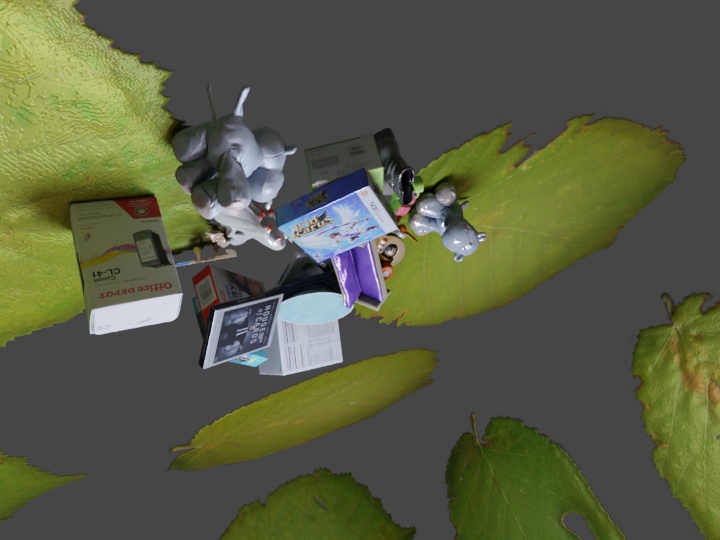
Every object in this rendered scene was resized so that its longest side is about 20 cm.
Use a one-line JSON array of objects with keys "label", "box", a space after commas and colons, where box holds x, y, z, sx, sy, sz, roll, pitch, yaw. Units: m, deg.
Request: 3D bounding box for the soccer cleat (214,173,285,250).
[{"label": "soccer cleat", "box": [-0.222, -0.103, 1.015, 0.076, 0.071, 0.199, -32, 123, 24]}]

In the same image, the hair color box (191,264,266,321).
[{"label": "hair color box", "box": [-0.293, 0.069, 1.271, 0.063, 0.113, 0.199, -32, 155, 16]}]

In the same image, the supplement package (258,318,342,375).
[{"label": "supplement package", "box": [-0.175, 0.197, 1.521, 0.195, 0.157, 0.150, -6, 177, -37]}]

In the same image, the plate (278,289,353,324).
[{"label": "plate", "box": [-0.113, 0.086, 1.340, 0.192, 0.026, 0.202, -6, 154, -3]}]

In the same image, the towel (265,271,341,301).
[{"label": "towel", "box": [-0.144, 0.066, 1.377, 0.194, 0.050, 0.111, -18, 152, 20]}]

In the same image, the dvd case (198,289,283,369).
[{"label": "dvd case", "box": [-0.266, 0.129, 1.222, 0.197, 0.024, 0.155, -13, 128, -50]}]

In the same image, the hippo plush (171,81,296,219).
[{"label": "hippo plush", "box": [-0.203, -0.191, 0.892, 0.159, 0.155, 0.208, -17, 116, -61]}]

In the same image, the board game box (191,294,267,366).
[{"label": "board game box", "box": [-0.321, 0.148, 1.341, 0.046, 0.155, 0.199, -29, 155, 12]}]

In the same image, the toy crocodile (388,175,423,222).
[{"label": "toy crocodile", "box": [0.091, -0.154, 1.295, 0.066, 0.063, 0.201, -6, 148, -37]}]

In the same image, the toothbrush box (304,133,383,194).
[{"label": "toothbrush box", "box": [-0.030, -0.165, 1.106, 0.140, 0.089, 0.202, -14, 152, -5]}]

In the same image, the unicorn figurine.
[{"label": "unicorn figurine", "box": [-0.211, -0.093, 1.115, 0.192, 0.076, 0.138, -9, 154, -1]}]

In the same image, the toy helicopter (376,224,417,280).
[{"label": "toy helicopter", "box": [0.055, -0.079, 1.276, 0.130, 0.080, 0.201, -33, 138, 2]}]

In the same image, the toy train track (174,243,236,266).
[{"label": "toy train track", "box": [-0.355, -0.028, 1.115, 0.193, 0.034, 0.114, -11, -176, -17]}]

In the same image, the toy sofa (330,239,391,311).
[{"label": "toy sofa", "box": [0.000, 0.000, 1.236, 0.098, 0.081, 0.205, -47, 138, -34]}]

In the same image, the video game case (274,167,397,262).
[{"label": "video game case", "box": [-0.043, -0.101, 1.074, 0.194, 0.047, 0.181, -22, 151, 14]}]

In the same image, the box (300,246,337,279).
[{"label": "box", "box": [-0.042, -0.064, 1.315, 0.158, 0.044, 0.200, -36, 149, 4]}]

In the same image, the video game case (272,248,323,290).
[{"label": "video game case", "box": [-0.117, 0.002, 1.423, 0.195, 0.024, 0.183, -8, 148, -37]}]

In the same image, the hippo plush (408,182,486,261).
[{"label": "hippo plush", "box": [0.222, -0.101, 1.388, 0.157, 0.164, 0.199, -35, 154, 17]}]

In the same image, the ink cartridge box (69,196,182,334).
[{"label": "ink cartridge box", "box": [-0.393, -0.014, 0.909, 0.143, 0.204, 0.086, -10, 152, -32]}]

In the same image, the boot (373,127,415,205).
[{"label": "boot", "box": [0.069, -0.185, 1.134, 0.066, 0.134, 0.201, -22, 155, -5]}]
